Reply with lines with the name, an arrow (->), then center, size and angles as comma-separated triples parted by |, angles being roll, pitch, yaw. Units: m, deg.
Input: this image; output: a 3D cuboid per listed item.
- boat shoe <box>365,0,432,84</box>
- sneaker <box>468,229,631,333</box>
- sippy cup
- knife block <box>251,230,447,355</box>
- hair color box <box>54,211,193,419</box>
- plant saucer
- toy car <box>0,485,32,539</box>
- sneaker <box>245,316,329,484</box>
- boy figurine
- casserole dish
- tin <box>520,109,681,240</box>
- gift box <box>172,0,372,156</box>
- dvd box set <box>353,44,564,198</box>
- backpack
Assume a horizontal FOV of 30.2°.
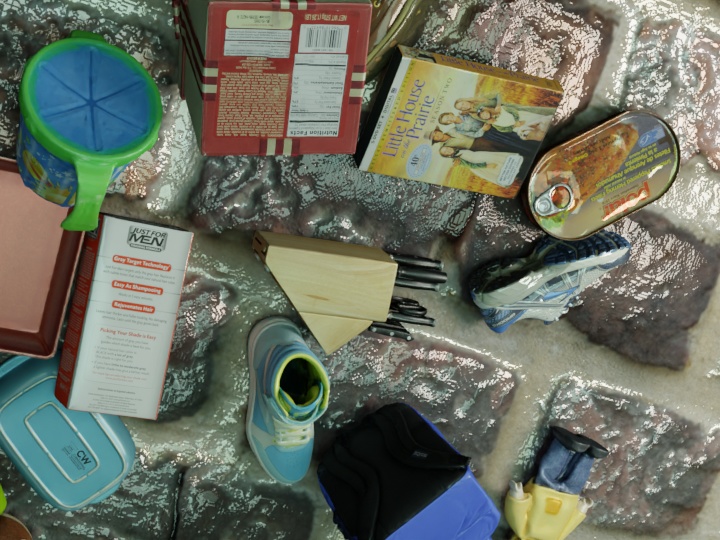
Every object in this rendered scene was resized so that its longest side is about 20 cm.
boat shoe -> 0.029, -0.279, 1.410 | 0.067, 0.072, 0.201 | 38, 101, 8
sneaker -> 0.225, 0.013, 1.570 | 0.198, 0.077, 0.086 | -20, 122, -5
sippy cup -> -0.273, -0.132, 1.290 | 0.139, 0.130, 0.178 | 35, 53, -5
knife block -> 0.000, 0.000, 1.482 | 0.175, 0.064, 0.201 | -36, 114, -6
hair color box -> -0.247, 0.047, 1.391 | 0.101, 0.061, 0.202 | 11, 94, -27
plant saucer -> -0.388, -0.023, 1.354 | 0.198, 0.037, 0.201 | 12, 102, -21
toy car -> -0.406, 0.340, 1.371 | 0.156, 0.200, 0.166 | -19, 112, -13
sneaker -> -0.077, 0.164, 1.470 | 0.079, 0.131, 0.202 | -13, 111, -16
boy figurine -> 0.229, 0.295, 1.657 | 0.124, 0.064, 0.201 | 23, 95, -27
casserole dish -> -0.323, 0.179, 1.439 | 0.121, 0.039, 0.201 | -34, 115, -6
tin -> 0.278, -0.111, 1.549 | 0.199, 0.042, 0.113 | -26, 97, -11
gift box -> -0.082, -0.238, 1.308 | 0.183, 0.187, 0.202 | 2, 121, -18
dvd box set -> 0.107, -0.159, 1.463 | 0.198, 0.030, 0.147 | 9, 124, -22
backpack -> 0.047, 0.263, 1.509 | 0.162, 0.200, 0.169 | -33, 124, -9
